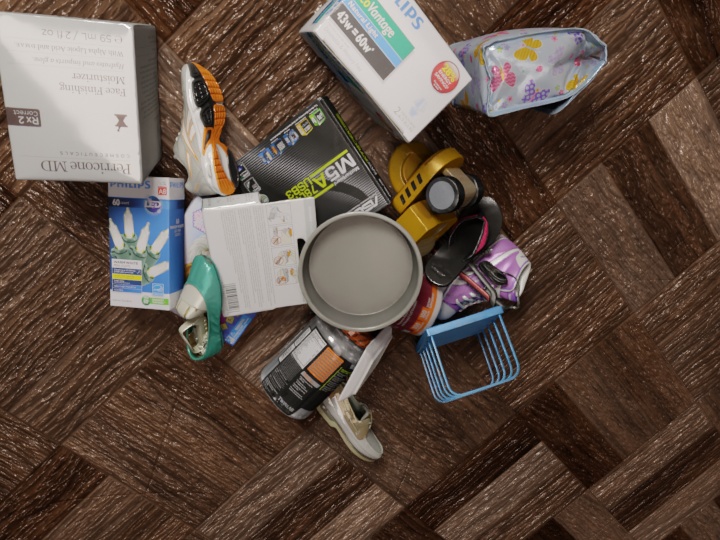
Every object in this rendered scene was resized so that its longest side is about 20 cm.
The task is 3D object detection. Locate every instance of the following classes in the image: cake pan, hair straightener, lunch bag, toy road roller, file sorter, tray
[{"bbox_3d":[0.000,0.000,0.896,0.197,0.037,0.203,0,111,0],"label":"cake pan"},{"bbox_3d":[0.210,-0.007,0.995,0.077,0.200,0.041,-49,155,8],"label":"hair straightener"},{"bbox_3d":[0.256,-0.311,0.875,0.197,0.170,0.129,-14,113,-6],"label":"lunch bag"},{"bbox_3d":[0.096,-0.124,0.945,0.146,0.122,0.200,50,122,14],"label":"toy road roller"},{"bbox_3d":[0.190,0.161,1.019,0.137,0.200,0.124,-17,74,-5],"label":"file sorter"},{"bbox_3d":[0.018,0.162,1.009,0.022,0.200,0.108,30,106,9],"label":"tray"}]

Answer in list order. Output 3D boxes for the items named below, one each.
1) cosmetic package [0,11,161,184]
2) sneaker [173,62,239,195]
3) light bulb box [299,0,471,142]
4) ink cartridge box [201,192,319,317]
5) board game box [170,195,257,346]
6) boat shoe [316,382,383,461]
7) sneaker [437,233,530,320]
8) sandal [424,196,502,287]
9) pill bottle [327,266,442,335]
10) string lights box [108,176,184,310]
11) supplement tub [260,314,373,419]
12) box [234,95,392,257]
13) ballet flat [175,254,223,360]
[{"bbox_3d":[-0.374,-0.238,0.775,0.162,0.165,0.203,0,112,-10],"label":"cosmetic package"},{"bbox_3d":[-0.256,-0.210,0.860,0.091,0.076,0.203,-7,97,24],"label":"sneaker"},{"bbox_3d":[0.028,-0.312,0.810,0.125,0.200,0.198,-43,113,7],"label":"light bulb box"},{"bbox_3d":[-0.155,-0.028,0.913,0.171,0.044,0.203,-9,122,-10],"label":"ink cartridge box"},{"bbox_3d":[-0.247,0.001,0.966,0.198,0.041,0.201,33,102,-22],"label":"board game box"},{"bbox_3d":[-0.009,0.303,1.121,0.068,0.075,0.201,-35,114,10],"label":"boat shoe"},{"bbox_3d":[0.225,0.036,1.032,0.201,0.115,0.072,-48,143,11],"label":"sneaker"},{"bbox_3d":[0.186,-0.055,0.980,0.075,0.045,0.200,34,70,18],"label":"sandal"},{"bbox_3d":[0.036,0.034,0.998,0.197,0.114,0.115,20,107,-19],"label":"pill bottle"},{"bbox_3d":[-0.335,-0.046,0.884,0.101,0.059,0.204,3,99,7],"label":"string lights box"},{"bbox_3d":[-0.077,0.162,1.023,0.200,0.123,0.122,-44,113,8],"label":"supplement tub"},{"bbox_3d":[-0.080,-0.140,0.900,0.198,0.048,0.194,-30,103,19],"label":"box"},{"bbox_3d":[-0.261,0.072,0.908,0.070,0.067,0.202,-37,144,-43],"label":"ballet flat"}]
